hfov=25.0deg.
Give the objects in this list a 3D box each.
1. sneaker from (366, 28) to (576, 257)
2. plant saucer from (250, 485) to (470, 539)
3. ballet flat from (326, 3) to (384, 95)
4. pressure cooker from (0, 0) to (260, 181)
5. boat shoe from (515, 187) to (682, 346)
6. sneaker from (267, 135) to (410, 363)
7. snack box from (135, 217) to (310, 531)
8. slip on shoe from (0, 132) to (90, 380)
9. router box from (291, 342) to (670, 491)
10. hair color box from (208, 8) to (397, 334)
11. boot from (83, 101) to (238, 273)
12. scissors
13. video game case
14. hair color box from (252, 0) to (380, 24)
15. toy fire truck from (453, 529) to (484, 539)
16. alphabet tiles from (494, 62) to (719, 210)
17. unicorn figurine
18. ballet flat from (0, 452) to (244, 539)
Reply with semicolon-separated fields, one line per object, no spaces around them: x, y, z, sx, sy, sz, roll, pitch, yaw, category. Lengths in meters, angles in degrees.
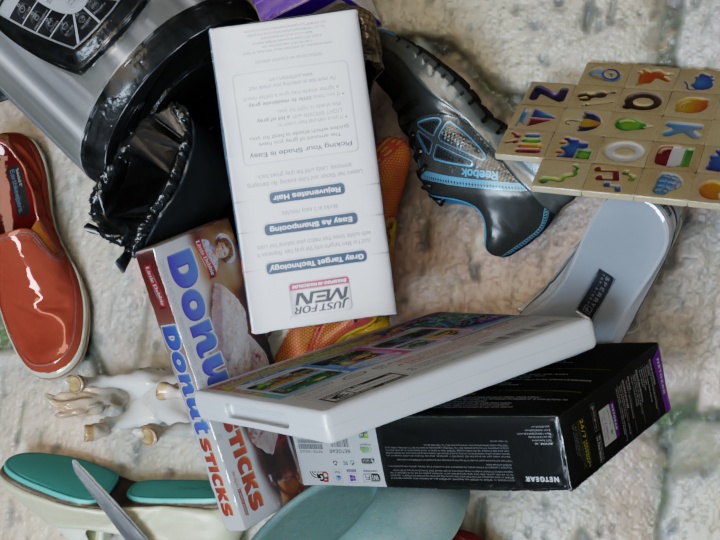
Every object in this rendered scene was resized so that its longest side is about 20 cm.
0.058;-0.095;1.145;0.200;0.073;0.082;44;103;19;sneaker
-0.023;0.177;1.049;0.200;0.201;0.039;-31;106;13;plant saucer
-0.022;-0.089;1.145;0.046;0.067;0.201;30;115;29;ballet flat
-0.191;-0.176;1.181;0.200;0.176;0.179;44;132;18;pressure cooker
0.159;0.014;1.103;0.074;0.086;0.203;34;124;13;boat shoe
0.000;0.000;1.154;0.077;0.073;0.201;27;109;16;sneaker
-0.091;0.071;1.105;0.024;0.072;0.201;-9;101;46;snack box
-0.260;-0.012;1.246;0.074;0.061;0.201;-16;81;14;slip on shoe
0.077;0.092;1.039;0.199;0.149;0.051;-4;103;36;router box
-0.038;-0.066;1.075;0.099;0.061;0.201;-8;96;-2;hair color box
-0.102;-0.082;1.147;0.073;0.162;0.199;34;94;24;boot
-0.137;0.214;1.166;0.073;0.014;0.201;-17;105;24;scissors
0.019;0.063;1.034;0.182;0.199;0.024;-1;105;60;video game case
-0.060;-0.268;1.181;0.064;0.109;0.201;-22;78;16;hair color box
0.014;0.267;1.112;0.167;0.112;0.201;-25;76;33;toy fire truck
0.197;-0.092;1.070;0.199;0.167;0.006;7;127;19;alphabet tiles
-0.121;0.104;1.166;0.199;0.137;0.074;26;103;33;unicorn figurine
-0.178;0.183;1.202;0.199;0.069;0.070;7;86;18;ballet flat
